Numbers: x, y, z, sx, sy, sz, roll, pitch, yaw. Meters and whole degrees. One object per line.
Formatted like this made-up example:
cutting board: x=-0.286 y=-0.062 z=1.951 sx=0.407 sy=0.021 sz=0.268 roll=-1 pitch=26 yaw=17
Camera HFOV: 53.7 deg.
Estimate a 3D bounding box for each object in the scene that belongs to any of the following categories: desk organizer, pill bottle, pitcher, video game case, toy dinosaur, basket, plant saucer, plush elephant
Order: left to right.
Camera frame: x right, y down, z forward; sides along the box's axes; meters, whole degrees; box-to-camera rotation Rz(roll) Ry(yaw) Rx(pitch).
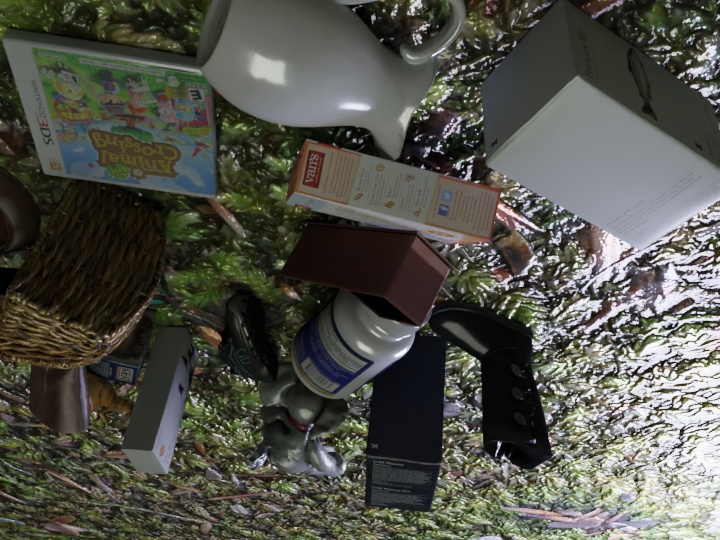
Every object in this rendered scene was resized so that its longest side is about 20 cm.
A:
plant saucer: x=-0.504 y=-0.077 z=0.878 sx=0.199 sy=0.032 sz=0.201 roll=4 pitch=142 yaw=3
toy dinosaur: x=-0.387 y=0.166 z=1.003 sx=0.106 sy=0.060 sz=0.200 roll=-32 pitch=133 yaw=-5
basket: x=-0.321 y=0.018 z=0.835 sx=0.142 sy=0.200 sz=0.149 roll=28 pitch=135 yaw=-20
video game case: x=-0.253 y=-0.157 z=0.752 sx=0.199 sy=0.022 sz=0.182 roll=8 pitch=142 yaw=-3
plush elephant: x=-0.089 y=0.237 z=1.146 sx=0.155 sy=0.165 sz=0.200 roll=-55 pitch=157 yaw=10
pitcher: x=-0.022 y=-0.197 z=0.611 sx=0.199 sy=0.121 sz=0.172 roll=15 pitch=127 yaw=-29
desk organizer: x=0.000 y=0.000 z=0.802 sx=0.200 sy=0.077 sz=0.072 roll=10 pitch=156 yaw=50
pill bottle: x=0.002 y=0.079 z=0.941 sx=0.119 sy=0.120 sz=0.200 roll=24 pitch=138 yaw=-22

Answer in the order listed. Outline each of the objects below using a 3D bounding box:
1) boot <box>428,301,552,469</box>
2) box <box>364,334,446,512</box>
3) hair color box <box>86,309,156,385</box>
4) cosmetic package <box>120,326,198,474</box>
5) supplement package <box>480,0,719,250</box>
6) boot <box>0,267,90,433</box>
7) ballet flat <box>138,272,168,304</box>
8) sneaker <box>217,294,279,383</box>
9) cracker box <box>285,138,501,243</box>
boot: x=0.166 y=0.149 z=0.941 sx=0.164 sy=0.201 sz=0.066 roll=15 pitch=141 yaw=-12
box: x=0.066 y=0.225 z=1.052 sx=0.104 sy=0.201 sz=0.182 roll=4 pitch=143 yaw=4
hair color box: x=-0.406 y=0.088 z=1.018 sx=0.199 sy=0.100 sz=0.061 roll=15 pitch=140 yaw=-13
cosmetic package: x=-0.290 y=0.188 z=1.049 sx=0.050 sy=0.201 sz=0.083 roll=2 pitch=142 yaw=6
supplement package: x=0.223 y=-0.128 z=0.653 sx=0.200 sy=0.117 sz=0.117 roll=23 pitch=139 yaw=-22
boot: x=-0.430 y=0.109 z=0.930 sx=0.186 sy=0.064 sz=0.201 roll=20 pitch=119 yaw=22
ballet flat: x=-0.351 y=0.022 z=0.958 sx=0.199 sy=0.074 sz=0.074 roll=-7 pitch=140 yaw=9
sneaker: x=-0.174 y=0.106 z=1.034 sx=0.079 sy=0.076 sz=0.200 roll=2 pitch=141 yaw=9
cracker box: x=0.027 y=-0.077 z=0.738 sx=0.199 sy=0.058 sz=0.134 roll=12 pitch=180 yaw=-10
